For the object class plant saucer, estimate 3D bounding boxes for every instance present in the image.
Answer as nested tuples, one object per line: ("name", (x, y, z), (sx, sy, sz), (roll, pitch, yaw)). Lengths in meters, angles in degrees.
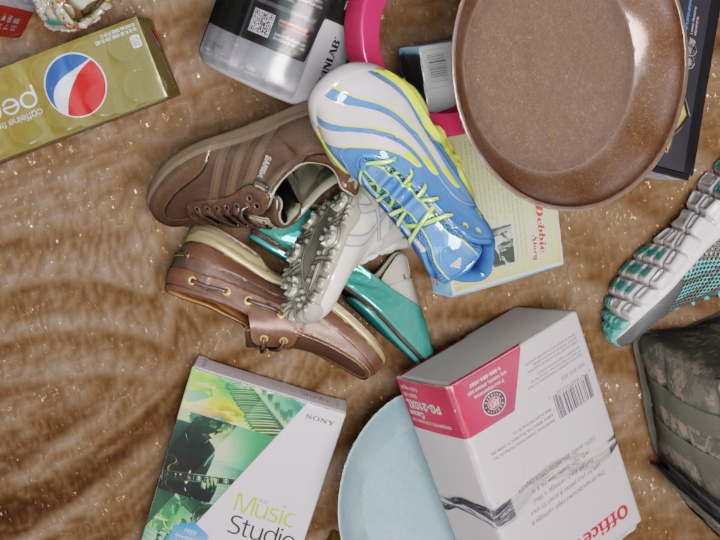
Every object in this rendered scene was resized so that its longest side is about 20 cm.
("plant saucer", (0.141, -0.142, 0.667), (0.199, 0.037, 0.202), (-3, 97, -25))
("plant saucer", (0.061, 0.202, 0.844), (0.199, 0.039, 0.203), (3, 84, -28))

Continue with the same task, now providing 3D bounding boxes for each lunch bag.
("lunch bag", (0.316, 0.153, 0.800), (0.117, 0.164, 0.202), (-14, 101, -3))

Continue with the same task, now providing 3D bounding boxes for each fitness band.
("fitness band", (0.078, -0.181, 0.721), (0.199, 0.037, 0.145), (-26, 108, -24))

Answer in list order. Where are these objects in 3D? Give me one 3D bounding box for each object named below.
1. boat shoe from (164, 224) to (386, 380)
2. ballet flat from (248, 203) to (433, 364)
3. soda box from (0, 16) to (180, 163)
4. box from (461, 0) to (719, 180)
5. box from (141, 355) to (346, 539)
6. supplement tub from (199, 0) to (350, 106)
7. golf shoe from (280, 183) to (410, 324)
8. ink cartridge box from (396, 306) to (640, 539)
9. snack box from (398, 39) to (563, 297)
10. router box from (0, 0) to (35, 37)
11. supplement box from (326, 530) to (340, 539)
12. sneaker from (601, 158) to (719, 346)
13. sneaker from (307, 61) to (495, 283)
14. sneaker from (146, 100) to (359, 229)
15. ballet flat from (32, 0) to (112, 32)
("boat shoe", (-0.073, 0.040, 0.809), (0.199, 0.072, 0.068), (32, 69, -2))
("ballet flat", (0.000, 0.000, 0.816), (0.200, 0.067, 0.071), (37, 85, -10))
("soda box", (-0.254, -0.139, 0.782), (0.198, 0.064, 0.068), (-20, 102, 4))
("box", (0.184, -0.184, 0.731), (0.197, 0.050, 0.202), (10, 91, -29))
("box", (-0.108, 0.192, 0.869), (0.143, 0.036, 0.202), (17, 100, -5))
("supplement tub", (-0.036, -0.232, 0.735), (0.122, 0.123, 0.201), (21, 102, -5))
("golf shoe", (0.008, -0.034, 0.764), (0.097, 0.078, 0.201), (35, 62, -25))
("ink cartridge box", (0.136, 0.152, 0.810), (0.144, 0.084, 0.201), (-26, 103, -27))
("snack box", (0.102, -0.089, 0.789), (0.115, 0.037, 0.202), (-14, 103, -24))
("router box", (-0.258, -0.260, 0.686), (0.049, 0.200, 0.180), (31, 100, -6))
("supplement box", (-0.010, 0.378, 0.826), (0.132, 0.200, 0.198), (25, 101, -6))
("sneaker", (0.292, -0.002, 0.816), (0.091, 0.078, 0.200), (39, 100, -12))
("sneaker", (0.043, -0.057, 0.655), (0.076, 0.105, 0.200), (-40, 139, 11))
("sneaker", (-0.086, -0.063, 0.737), (0.199, 0.070, 0.076), (-23, 64, 28))
("ballet flat", (-0.180, -0.266, 0.747), (0.075, 0.064, 0.201), (30, 97, -41))
